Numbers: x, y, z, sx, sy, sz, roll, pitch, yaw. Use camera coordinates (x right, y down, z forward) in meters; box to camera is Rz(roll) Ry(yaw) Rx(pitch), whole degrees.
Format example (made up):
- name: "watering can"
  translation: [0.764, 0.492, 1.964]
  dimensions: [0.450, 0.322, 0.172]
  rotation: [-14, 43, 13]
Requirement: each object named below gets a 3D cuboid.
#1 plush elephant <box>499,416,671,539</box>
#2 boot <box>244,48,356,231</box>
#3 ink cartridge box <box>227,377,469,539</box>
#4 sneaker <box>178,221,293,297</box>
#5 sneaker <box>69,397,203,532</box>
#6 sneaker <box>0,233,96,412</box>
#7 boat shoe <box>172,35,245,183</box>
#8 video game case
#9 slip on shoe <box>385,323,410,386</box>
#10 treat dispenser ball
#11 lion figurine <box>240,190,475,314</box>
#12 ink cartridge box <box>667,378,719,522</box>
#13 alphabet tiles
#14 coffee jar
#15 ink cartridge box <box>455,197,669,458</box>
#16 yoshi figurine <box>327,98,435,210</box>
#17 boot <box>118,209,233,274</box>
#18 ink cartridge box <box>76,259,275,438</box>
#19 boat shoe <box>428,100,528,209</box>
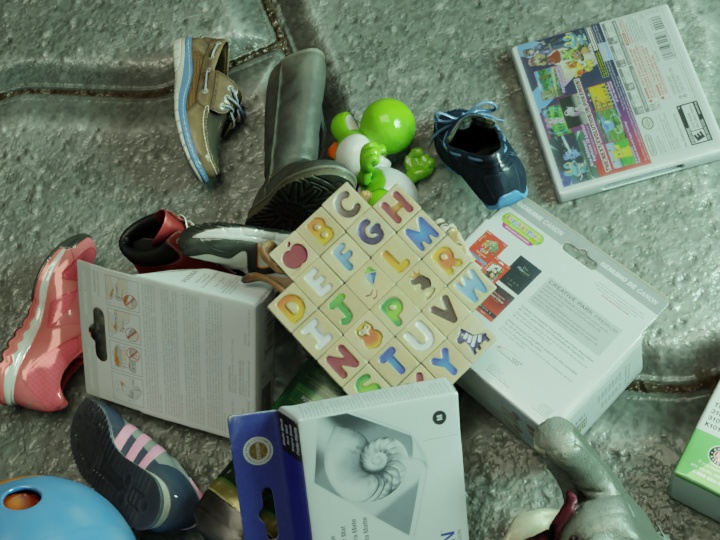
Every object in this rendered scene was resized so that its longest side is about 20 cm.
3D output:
- name: "plush elephant"
  translation: [0.173, 0.250, 1.031]
  dimensions: [0.154, 0.200, 0.166]
  rotation: [-35, 45, 18]
- name: "boot"
  translation: [-0.056, -0.148, 1.294]
  dimensions: [0.181, 0.072, 0.202]
  rotation: [-19, 49, 46]
- name: "ink cartridge box"
  translation: [-0.005, 0.206, 1.052]
  dimensions: [0.198, 0.202, 0.041]
  rotation: [-9, 17, -8]
- name: "sneaker"
  translation: [-0.085, -0.003, 1.193]
  dimensions: [0.198, 0.074, 0.081]
  rotation: [9, 93, -27]
- name: "sneaker"
  translation: [-0.219, 0.195, 1.193]
  dimensions: [0.200, 0.082, 0.071]
  rotation: [39, 106, 45]
- name: "sneaker"
  translation: [-0.311, 0.060, 1.283]
  dimensions: [0.086, 0.074, 0.202]
  rotation: [18, 71, 5]
- name: "boat shoe"
  translation: [-0.171, -0.192, 1.371]
  dimensions: [0.072, 0.072, 0.202]
  rotation: [-12, 61, 4]
- name: "video game case"
  translation: [0.274, -0.182, 1.301]
  dimensions: [0.180, 0.023, 0.202]
  rotation: [-15, 62, 4]
- name: "slip on shoe"
  translation: [0.039, 0.141, 1.125]
  dimensions: [0.060, 0.076, 0.202]
  rotation: [-6, 96, 31]
- name: "treat dispenser ball"
  translation: [-0.292, 0.284, 1.075]
  dimensions: [0.199, 0.201, 0.203]
  rotation: [-5, 62, 9]
- name: "lion figurine"
  translation: [0.000, 0.000, 1.131]
  dimensions: [0.199, 0.073, 0.123]
  rotation: [-31, 67, -13]
- name: "ink cartridge box"
  translation: [0.383, 0.138, 1.075]
  dimensions: [0.145, 0.085, 0.201]
  rotation: [25, 71, 22]
- name: "alphabet tiles"
  translation: [0.020, 0.024, 1.088]
  dimensions: [0.166, 0.006, 0.200]
  rotation: [-43, 82, -9]
- name: "coffee jar"
  translation: [-0.070, 0.185, 1.135]
  dimensions: [0.085, 0.105, 0.201]
  rotation: [32, 72, 20]
- name: "ink cartridge box"
  translation: [0.168, 0.051, 1.165]
  dimensions: [0.175, 0.084, 0.200]
  rotation: [-43, 62, -13]
- name: "yoshi figurine"
  translation: [0.036, -0.107, 1.271]
  dimensions: [0.111, 0.113, 0.201]
  rotation: [-18, 57, -16]
- name: "boot"
  translation: [-0.138, -0.022, 1.235]
  dimensions: [0.198, 0.145, 0.073]
  rotation: [-11, 58, 3]
- name: "ink cartridge box"
  translation: [-0.181, 0.072, 1.192]
  dimensions: [0.198, 0.162, 0.047]
  rotation: [14, 30, 19]
- name: "boat shoe"
  translation: [0.124, -0.135, 1.239]
  dimensions: [0.084, 0.069, 0.200]
  rotation: [-27, 30, -7]
